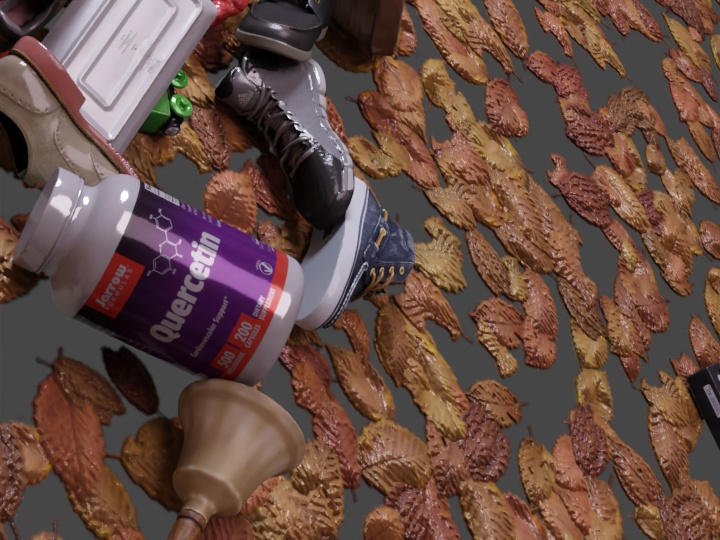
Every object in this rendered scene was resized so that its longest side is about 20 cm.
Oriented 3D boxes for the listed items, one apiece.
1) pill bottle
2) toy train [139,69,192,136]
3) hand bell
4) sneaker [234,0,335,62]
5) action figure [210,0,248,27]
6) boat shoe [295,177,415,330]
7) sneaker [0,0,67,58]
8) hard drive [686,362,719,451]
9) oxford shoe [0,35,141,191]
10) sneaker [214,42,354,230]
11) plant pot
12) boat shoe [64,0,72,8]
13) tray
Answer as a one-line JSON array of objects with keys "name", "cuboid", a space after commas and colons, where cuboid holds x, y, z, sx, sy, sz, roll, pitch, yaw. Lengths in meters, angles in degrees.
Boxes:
[{"name": "pill bottle", "cuboid": [-0.148, 0.003, 1.280, 0.199, 0.113, 0.113, 26, 42, -16]}, {"name": "toy train", "cuboid": [-0.186, -0.203, 1.494, 0.056, 0.042, 0.201, 10, 55, -37]}, {"name": "hand bell", "cuboid": [-0.123, 0.185, 1.237, 0.104, 0.104, 0.201, 44, 48, -21]}, {"name": "sneaker", "cuboid": [-0.061, -0.261, 1.609, 0.074, 0.107, 0.200, 19, 19, 1]}, {"name": "action figure", "cuboid": [-0.131, -0.295, 1.620, 0.099, 0.065, 0.200, 52, 31, -22]}, {"name": "boat shoe", "cuboid": [0.000, 0.000, 1.543, 0.091, 0.071, 0.201, 41, 34, -19]}, {"name": "sneaker", "cuboid": [-0.232, -0.242, 1.353, 0.077, 0.082, 0.201, 44, 64, -29]}, {"name": "hard drive", "cuboid": [0.466, 0.170, 2.069, 0.200, 0.038, 0.140, -10, 72, -55]}, {"name": "oxford shoe", "cuboid": [-0.225, -0.076, 1.330, 0.075, 0.070, 0.200, -41, 108, -22]}, {"name": "sneaker", "cuboid": [-0.079, -0.127, 1.555, 0.115, 0.075, 0.201, 21, 37, -37]}, {"name": "plant pot", "cuboid": [0.001, -0.322, 1.756, 0.092, 0.201, 0.202, 7, 47, -2]}, {"name": "boat shoe", "cuboid": [-0.272, -0.274, 1.409, 0.199, 0.075, 0.093, 11, 71, -36]}, {"name": "tray", "cuboid": [-0.192, -0.182, 1.413, 0.107, 0.022, 0.201, 44, 57, -24]}]
